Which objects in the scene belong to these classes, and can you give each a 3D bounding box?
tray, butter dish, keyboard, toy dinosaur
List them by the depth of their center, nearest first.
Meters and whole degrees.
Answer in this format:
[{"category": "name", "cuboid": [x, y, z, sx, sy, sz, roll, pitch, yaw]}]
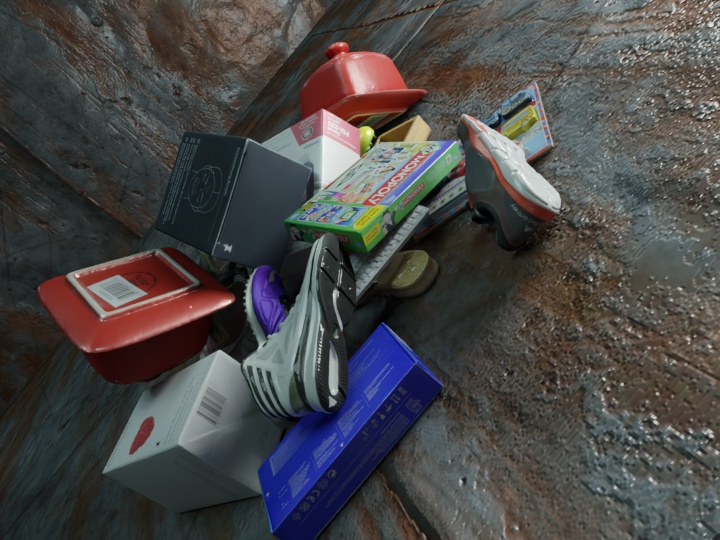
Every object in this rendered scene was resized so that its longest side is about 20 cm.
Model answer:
[{"category": "keyboard", "cuboid": [0.001, -0.004, 0.678, 0.056, 0.011, 0.201, 27, 70, 42]}, {"category": "butter dish", "cuboid": [-0.287, 0.077, 0.778, 0.197, 0.151, 0.199, -20, 36, -38]}, {"category": "toy dinosaur", "cuboid": [-0.203, 0.011, 0.876, 0.087, 0.048, 0.202, -27, 44, 6]}, {"category": "tray", "cuboid": [0.031, -0.136, 0.899, 0.098, 0.037, 0.202, -14, 44, 52]}, {"category": "butter dish", "cuboid": [-0.022, -0.319, 1.032, 0.197, 0.151, 0.198, -17, -1, -40]}]

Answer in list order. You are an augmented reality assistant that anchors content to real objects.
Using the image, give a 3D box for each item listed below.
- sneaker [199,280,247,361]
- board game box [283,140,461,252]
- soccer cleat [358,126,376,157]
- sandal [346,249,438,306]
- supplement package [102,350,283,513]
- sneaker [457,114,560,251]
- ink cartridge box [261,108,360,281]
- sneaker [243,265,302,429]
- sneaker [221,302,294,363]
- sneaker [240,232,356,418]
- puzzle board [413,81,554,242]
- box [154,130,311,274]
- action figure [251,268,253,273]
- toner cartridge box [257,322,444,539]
[{"category": "sneaker", "cuboid": [-0.224, 0.099, 0.929, 0.200, 0.104, 0.076, -46, 28, 11]}, {"category": "board game box", "cuboid": [0.017, -0.098, 0.731, 0.133, 0.029, 0.200, 9, 43, 43]}, {"category": "soccer cleat", "cuboid": [-0.041, -0.196, 1.011, 0.065, 0.083, 0.200, -60, 15, -23]}, {"category": "sandal", "cuboid": [0.002, -0.005, 0.727, 0.210, 0.069, 0.079, -11, 45, 54]}, {"category": "supplement package", "cuboid": [-0.200, 0.203, 0.725, 0.198, 0.119, 0.123, -29, 33, 39]}, {"category": "sneaker", "cuboid": [0.131, -0.095, 0.623, 0.083, 0.076, 0.202, -56, 26, 27]}, {"category": "ink cartridge box", "cuboid": [-0.076, -0.102, 0.851, 0.144, 0.084, 0.204, -17, 67, 40]}, {"category": "sneaker", "cuboid": [-0.073, 0.074, 0.706, 0.098, 0.069, 0.203, -26, 60, 17]}, {"category": "sneaker", "cuboid": [-0.140, 0.122, 0.817, 0.200, 0.074, 0.083, -45, 40, 24]}, {"category": "sneaker", "cuboid": [-0.070, 0.054, 0.610, 0.113, 0.076, 0.204, -16, 49, 24]}, {"category": "puzzle board", "cuboid": [0.141, -0.137, 0.738, 0.199, 0.017, 0.152, -35, 29, 32]}, {"category": "box", "cuboid": [-0.180, -0.097, 0.817, 0.198, 0.106, 0.151, 20, 92, 49]}, {"category": "action figure", "cuboid": [-0.139, -0.063, 1.054, 0.130, 0.069, 0.202, -42, 22, 34]}, {"category": "toner cartridge box", "cuboid": [-0.015, 0.154, 0.571, 0.201, 0.043, 0.095, -50, 24, 2]}]
